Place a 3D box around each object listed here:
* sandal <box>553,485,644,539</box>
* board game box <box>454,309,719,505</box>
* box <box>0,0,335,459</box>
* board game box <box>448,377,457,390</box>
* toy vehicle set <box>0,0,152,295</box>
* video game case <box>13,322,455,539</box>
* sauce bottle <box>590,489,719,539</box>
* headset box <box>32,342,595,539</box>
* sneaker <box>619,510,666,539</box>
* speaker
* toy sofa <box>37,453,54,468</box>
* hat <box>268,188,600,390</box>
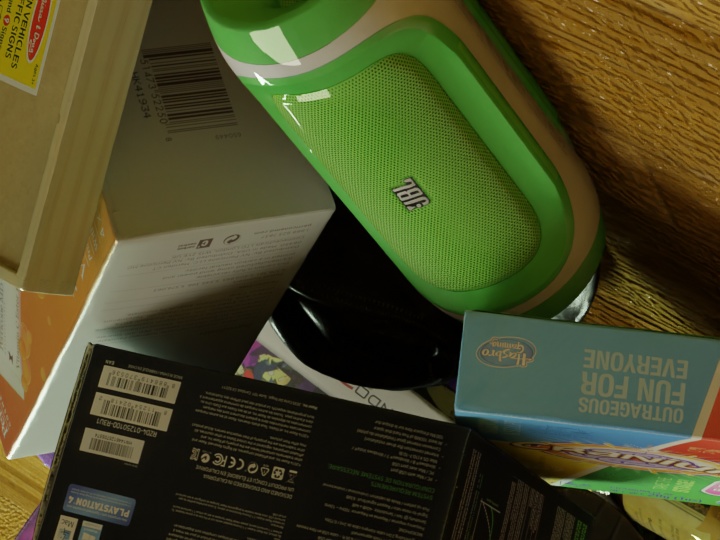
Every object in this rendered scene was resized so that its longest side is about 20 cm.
[{"bbox_3d":[0.116,0.166,1.387,0.055,0.082,0.200,36,174,47],"label":"sandal"},{"bbox_3d":[0.114,0.061,1.184,0.152,0.041,0.200,7,169,4],"label":"board game box"},{"bbox_3d":[-0.100,-0.023,1.222,0.125,0.097,0.200,70,153,23],"label":"box"},{"bbox_3d":[-0.009,0.043,1.476,0.199,0.103,0.105,35,173,9],"label":"board game box"},{"bbox_3d":[-0.133,-0.104,1.128,0.026,0.201,0.124,5,-165,-45],"label":"toy vehicle set"},{"bbox_3d":[-0.043,0.111,1.398,0.181,0.200,0.036,38,-158,-2],"label":"video game case"},{"bbox_3d":[0.145,0.092,1.340,0.199,0.066,0.066,27,164,32],"label":"sauce bottle"},{"bbox_3d":[-0.012,0.111,1.210,0.173,0.093,0.200,12,170,22],"label":"headset box"},{"bbox_3d":[0.131,0.167,1.477,0.199,0.078,0.086,-12,115,35],"label":"sneaker"},{"bbox_3d":[0.020,-0.059,1.101,0.088,0.089,0.200,24,162,44],"label":"speaker"},{"bbox_3d":[-0.156,0.050,1.486,0.200,0.083,0.098,43,177,16],"label":"toy sofa"},{"bbox_3d":[0.000,0.000,1.263,0.200,0.081,0.201,20,150,12],"label":"hat"}]
